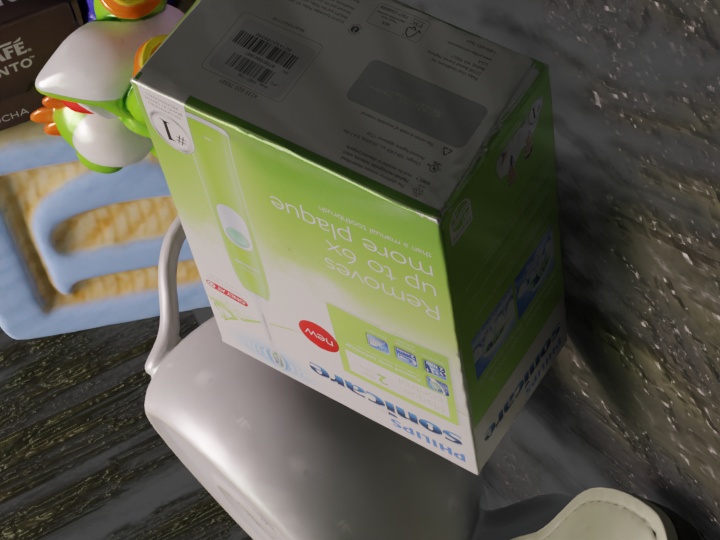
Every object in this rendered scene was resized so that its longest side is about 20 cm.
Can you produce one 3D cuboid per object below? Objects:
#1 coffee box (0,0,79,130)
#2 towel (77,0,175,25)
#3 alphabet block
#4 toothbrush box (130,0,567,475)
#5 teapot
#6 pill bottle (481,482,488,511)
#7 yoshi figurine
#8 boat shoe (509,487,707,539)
[{"bbox_3d":[-0.232,-0.175,1.129,0.080,0.112,0.201,78,169,-54],"label":"coffee box"},{"bbox_3d":[-0.119,-0.209,1.056,0.049,0.149,0.200,24,160,9],"label":"towel"},{"bbox_3d":[-0.158,-0.103,1.241,0.197,0.193,0.201,84,175,-56],"label":"alphabet block"},{"bbox_3d":[0.003,-0.022,0.831,0.145,0.086,0.201,26,155,22],"label":"toothbrush box"},{"bbox_3d":[-0.008,0.076,1.019,0.197,0.146,0.200,34,164,44],"label":"teapot"},{"bbox_3d":[0.026,0.160,1.323,0.105,0.104,0.200,65,171,-1],"label":"pill bottle"},{"bbox_3d":[-0.096,-0.102,1.011,0.111,0.113,0.200,30,160,-8],"label":"yoshi figurine"},{"bbox_3d":[0.113,0.144,0.899,0.201,0.060,0.072,141,138,-66],"label":"boat shoe"}]
